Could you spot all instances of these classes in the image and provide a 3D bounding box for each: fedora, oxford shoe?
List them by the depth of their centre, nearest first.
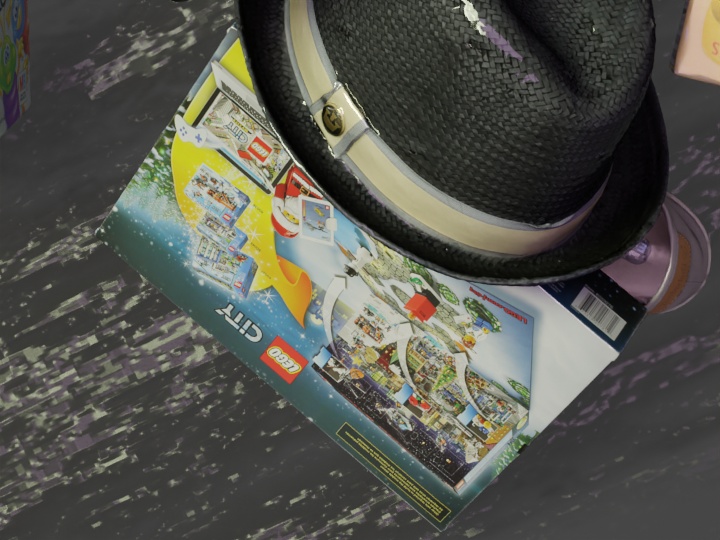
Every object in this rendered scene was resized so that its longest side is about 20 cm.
[{"bbox_3d":[0.051,-0.097,0.763,0.201,0.201,0.092,41,143,1],"label":"fedora"},{"bbox_3d":[0.053,-0.036,0.838,0.200,0.058,0.075,24,102,6],"label":"oxford shoe"}]

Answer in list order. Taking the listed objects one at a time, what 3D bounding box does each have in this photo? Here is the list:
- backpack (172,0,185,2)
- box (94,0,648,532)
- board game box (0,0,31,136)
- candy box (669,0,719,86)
[{"bbox_3d":[0.001,-0.185,0.669,0.200,0.167,0.127,-3,60,-6],"label":"backpack"},{"bbox_3d":[0.000,0.000,0.828,0.200,0.038,0.137,41,130,1],"label":"box"},{"bbox_3d":[-0.249,-0.107,0.833,0.200,0.105,0.103,1,108,4],"label":"board game box"},{"bbox_3d":[0.204,-0.163,0.800,0.115,0.055,0.200,14,99,6],"label":"candy box"}]
